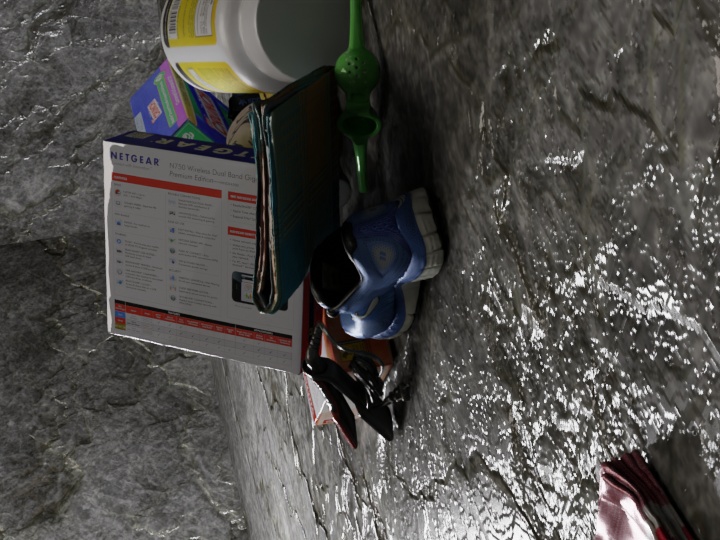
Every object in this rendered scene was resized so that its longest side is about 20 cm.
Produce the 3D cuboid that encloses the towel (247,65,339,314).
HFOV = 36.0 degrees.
[{"bbox_3d":[-0.045,-0.067,0.820,0.200,0.021,0.149,-58,-29,-69],"label":"towel"}]

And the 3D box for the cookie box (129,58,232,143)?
[{"bbox_3d":[-0.158,-0.126,1.259,0.199,0.075,0.172,38,-165,-34],"label":"cookie box"}]

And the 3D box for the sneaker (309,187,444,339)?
[{"bbox_3d":[0.000,0.000,0.848,0.201,0.088,0.080,108,151,-64],"label":"sneaker"}]

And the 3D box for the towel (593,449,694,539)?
[{"bbox_3d":[0.146,0.200,0.487,0.201,0.022,0.146,-114,18,-49],"label":"towel"}]

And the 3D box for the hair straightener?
[{"bbox_3d":[0.003,0.095,0.939,0.201,0.076,0.041,67,-166,-54],"label":"hair straightener"}]

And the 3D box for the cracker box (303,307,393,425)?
[{"bbox_3d":[-0.023,0.059,1.070,0.200,0.057,0.136,110,149,-67],"label":"cracker box"}]

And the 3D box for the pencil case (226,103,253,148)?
[{"bbox_3d":[-0.109,-0.084,1.073,0.201,0.077,0.090,-80,12,-56],"label":"pencil case"}]

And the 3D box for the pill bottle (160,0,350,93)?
[{"bbox_3d":[-0.093,-0.215,0.980,0.199,0.113,0.116,16,116,58],"label":"pill bottle"}]

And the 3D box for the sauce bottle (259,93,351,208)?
[{"bbox_3d":[-0.053,-0.133,1.048,0.065,0.064,0.202,94,163,-46],"label":"sauce bottle"}]

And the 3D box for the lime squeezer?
[{"bbox_3d":[-0.005,-0.142,0.889,0.071,0.037,0.203,-120,23,-59],"label":"lime squeezer"}]

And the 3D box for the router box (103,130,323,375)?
[{"bbox_3d":[-0.128,-0.018,0.969,0.049,0.197,0.182,-38,-45,-62],"label":"router box"}]

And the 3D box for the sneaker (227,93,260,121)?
[{"bbox_3d":[-0.112,-0.220,1.218,0.200,0.075,0.113,107,157,-73],"label":"sneaker"}]
